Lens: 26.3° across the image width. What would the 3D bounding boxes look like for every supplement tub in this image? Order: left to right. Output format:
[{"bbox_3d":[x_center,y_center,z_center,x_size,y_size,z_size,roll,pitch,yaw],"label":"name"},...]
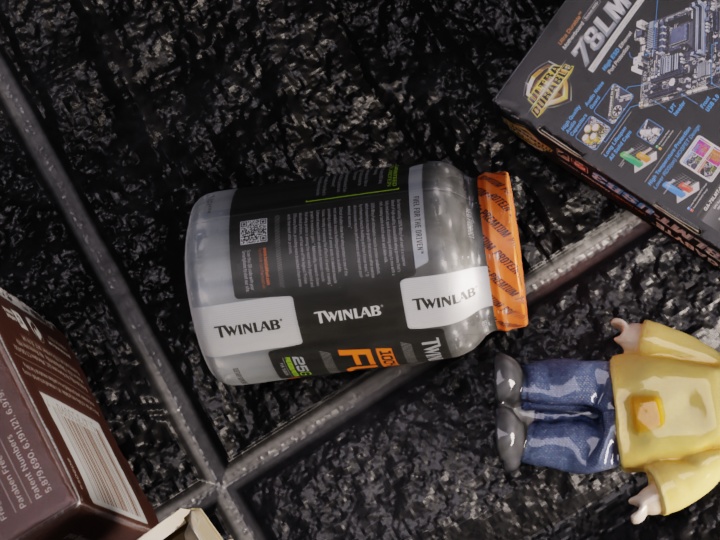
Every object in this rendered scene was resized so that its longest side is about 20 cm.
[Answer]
[{"bbox_3d":[0.000,0.000,0.955,0.198,0.123,0.124,-8,73,8],"label":"supplement tub"}]

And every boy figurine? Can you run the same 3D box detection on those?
[{"bbox_3d":[0.181,0.090,0.929,0.198,0.064,0.125,0,72,13],"label":"boy figurine"}]

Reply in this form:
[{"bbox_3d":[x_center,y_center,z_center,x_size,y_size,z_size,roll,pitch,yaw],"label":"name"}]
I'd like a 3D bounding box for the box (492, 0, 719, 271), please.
[{"bbox_3d":[0.220,-0.128,0.991,0.198,0.050,0.201,34,83,18],"label":"box"}]

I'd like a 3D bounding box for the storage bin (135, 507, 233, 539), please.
[{"bbox_3d":[-0.117,0.264,0.838,0.199,0.094,0.199,-35,81,1],"label":"storage bin"}]

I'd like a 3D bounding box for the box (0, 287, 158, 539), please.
[{"bbox_3d":[-0.259,0.133,0.939,0.199,0.166,0.165,-31,72,-1],"label":"box"}]
